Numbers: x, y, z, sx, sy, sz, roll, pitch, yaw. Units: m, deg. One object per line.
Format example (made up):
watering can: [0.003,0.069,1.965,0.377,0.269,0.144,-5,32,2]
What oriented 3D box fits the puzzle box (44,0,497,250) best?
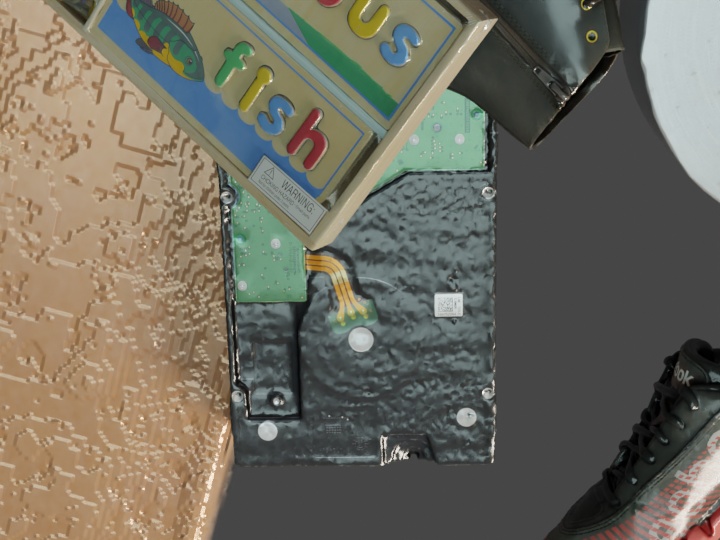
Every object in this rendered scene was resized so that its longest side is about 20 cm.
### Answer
puzzle box: [-0.051,-0.124,0.637,0.200,0.025,0.133,42,113,10]

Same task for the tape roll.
tape roll: [0.222,-0.117,0.653,0.197,0.066,0.203,0,108,1]

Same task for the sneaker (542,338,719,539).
sneaker: [0.164,0.092,0.720,0.199,0.071,0.098,-34,104,10]

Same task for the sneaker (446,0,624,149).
sneaker: [0.096,-0.159,0.623,0.106,0.075,0.201,38,111,12]

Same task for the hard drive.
hard drive: [0.000,0.000,0.712,0.138,0.038,0.203,-2,109,2]
